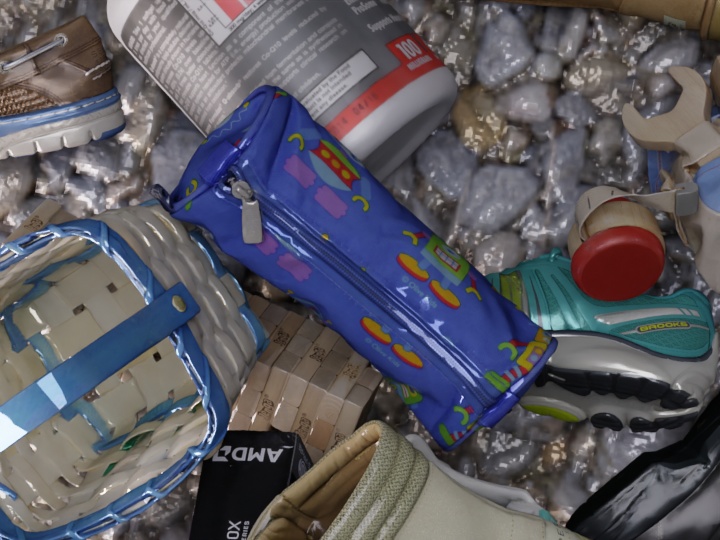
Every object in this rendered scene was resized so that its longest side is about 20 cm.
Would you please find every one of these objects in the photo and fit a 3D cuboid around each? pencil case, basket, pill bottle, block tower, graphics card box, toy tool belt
[{"bbox_3d":[0.000,0.000,1.269,0.200,0.087,0.078,41,106,-8],"label":"pencil case"},{"bbox_3d":[-0.142,0.056,1.244,0.176,0.200,0.139,-32,90,34],"label":"basket"},{"bbox_3d":[-0.055,-0.127,1.362,0.116,0.116,0.200,-42,83,0],"label":"pill bottle"},{"bbox_3d":[-0.089,0.036,1.370,0.200,0.054,0.058,26,123,7],"label":"block tower"},{"bbox_3d":[-0.052,0.191,1.289,0.051,0.125,0.200,1,60,16],"label":"graphics card box"},{"bbox_3d":[0.193,-0.051,1.344,0.200,0.125,0.123,-9,46,-2],"label":"toy tool belt"}]

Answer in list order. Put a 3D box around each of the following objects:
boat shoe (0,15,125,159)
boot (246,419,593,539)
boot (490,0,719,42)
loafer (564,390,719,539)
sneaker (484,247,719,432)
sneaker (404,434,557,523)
[{"bbox_3d":[-0.226,-0.088,1.391,0.200,0.072,0.072,-12,100,-7],"label":"boat shoe"},{"bbox_3d":[0.002,0.175,1.229,0.155,0.072,0.200,32,100,-28],"label":"boot"},{"bbox_3d":[0.113,-0.214,1.383,0.200,0.066,0.175,14,85,7],"label":"boot"},{"bbox_3d":[0.198,0.095,1.347,0.200,0.073,0.072,-40,91,10],"label":"loafer"},{"bbox_3d":[0.083,0.029,1.368,0.200,0.078,0.080,11,58,8],"label":"sneaker"},{"bbox_3d":[0.085,0.151,1.306,0.200,0.089,0.075,31,44,-1],"label":"sneaker"}]
